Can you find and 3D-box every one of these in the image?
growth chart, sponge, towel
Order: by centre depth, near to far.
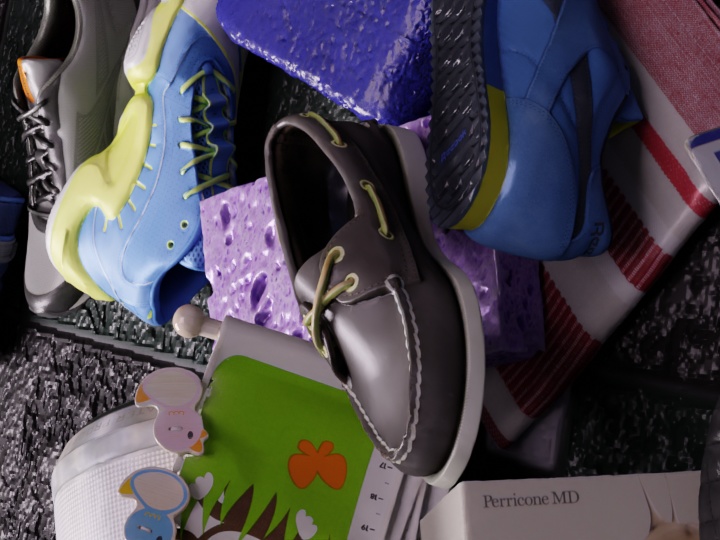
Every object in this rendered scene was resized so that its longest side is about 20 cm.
[{"bbox_3d":[-0.026,0.115,0.777,0.018,0.143,0.202,123,155,-62],"label":"growth chart"},{"bbox_3d":[0.087,-0.042,0.847,0.201,0.023,0.145,-54,48,30],"label":"towel"},{"bbox_3d":[0.000,0.000,0.903,0.199,0.030,0.113,-18,72,47],"label":"sponge"},{"bbox_3d":[0.018,-0.178,0.928,0.147,0.049,0.202,34,106,39],"label":"towel"}]

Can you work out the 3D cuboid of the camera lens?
[{"bbox_3d":[-0.048,0.155,0.854,0.159,0.159,0.202,-29,61,42],"label":"camera lens"}]

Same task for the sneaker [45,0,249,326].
[{"bbox_3d":[-0.082,-0.060,1.025,0.105,0.075,0.201,40,113,26],"label":"sneaker"}]

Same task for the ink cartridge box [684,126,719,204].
[{"bbox_3d":[0.220,0.012,0.563,0.041,0.198,0.201,84,163,-52],"label":"ink cartridge box"}]

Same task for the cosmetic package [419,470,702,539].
[{"bbox_3d":[0.085,0.180,0.724,0.073,0.102,0.202,120,145,-69],"label":"cosmetic package"}]

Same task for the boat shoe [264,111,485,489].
[{"bbox_3d":[0.001,0.007,0.789,0.202,0.060,0.072,-106,35,-52],"label":"boat shoe"}]

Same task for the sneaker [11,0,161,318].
[{"bbox_3d":[-0.164,-0.074,1.105,0.074,0.079,0.202,12,92,48],"label":"sneaker"}]

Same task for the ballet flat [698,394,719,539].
[{"bbox_3d":[0.166,0.038,0.695,0.057,0.066,0.202,-126,53,-84],"label":"ballet flat"}]

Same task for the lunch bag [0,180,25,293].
[{"bbox_3d":[-0.297,-0.029,1.206,0.199,0.135,0.134,27,102,50],"label":"lunch bag"}]

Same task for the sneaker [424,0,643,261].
[{"bbox_3d":[0.074,-0.095,0.817,0.066,0.078,0.202,133,145,-56],"label":"sneaker"}]
